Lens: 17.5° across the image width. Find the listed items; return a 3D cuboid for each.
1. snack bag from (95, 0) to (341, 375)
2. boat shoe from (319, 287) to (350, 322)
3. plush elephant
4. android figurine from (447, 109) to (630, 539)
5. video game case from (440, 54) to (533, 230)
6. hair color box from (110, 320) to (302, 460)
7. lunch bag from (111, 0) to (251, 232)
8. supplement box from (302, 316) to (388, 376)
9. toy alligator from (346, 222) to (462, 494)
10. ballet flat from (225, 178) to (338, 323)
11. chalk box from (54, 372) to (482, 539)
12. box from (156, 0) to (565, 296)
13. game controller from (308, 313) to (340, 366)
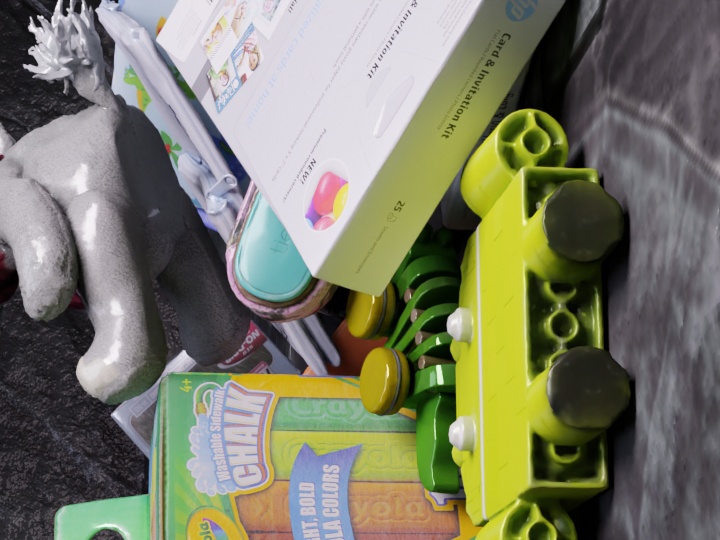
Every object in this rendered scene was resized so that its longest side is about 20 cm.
[{"bbox_3d":[-0.078,-0.046,1.190,0.201,0.021,0.189,60,176,-14],"label":"snack bag"},{"bbox_3d":[0.000,0.000,1.238,0.068,0.072,0.200,55,178,20],"label":"boat shoe"},{"bbox_3d":[-0.171,-0.016,1.150,0.165,0.154,0.201,-42,-68,-70],"label":"plush elephant"},{"bbox_3d":[0.064,0.034,0.918,0.200,0.041,0.183,129,141,-75],"label":"android figurine"},{"bbox_3d":[0.053,-0.150,1.078,0.182,0.024,0.201,103,166,-58],"label":"video game case"},{"bbox_3d":[-0.082,0.091,1.428,0.061,0.099,0.200,47,174,11],"label":"hair color box"},{"bbox_3d":[-0.052,-0.139,1.348,0.200,0.127,0.171,-52,-21,-52],"label":"lunch bag"},{"bbox_3d":[-0.008,0.093,1.264,0.069,0.066,0.200,-52,-7,-19],"label":"supplement box"},{"bbox_3d":[0.029,0.008,1.079,0.054,0.059,0.201,-54,36,44],"label":"toy alligator"},{"bbox_3d":[-0.008,-0.071,1.089,0.071,0.069,0.201,23,-94,-80],"label":"ballet flat"},{"bbox_3d":[-0.043,0.130,1.093,0.124,0.199,0.125,101,167,-52],"label":"chalk box"},{"bbox_3d":[-0.006,-0.110,1.003,0.156,0.041,0.200,-58,37,19],"label":"box"},{"bbox_3d":[-0.028,0.033,1.438,0.104,0.042,0.201,103,152,-59],"label":"game controller"}]
